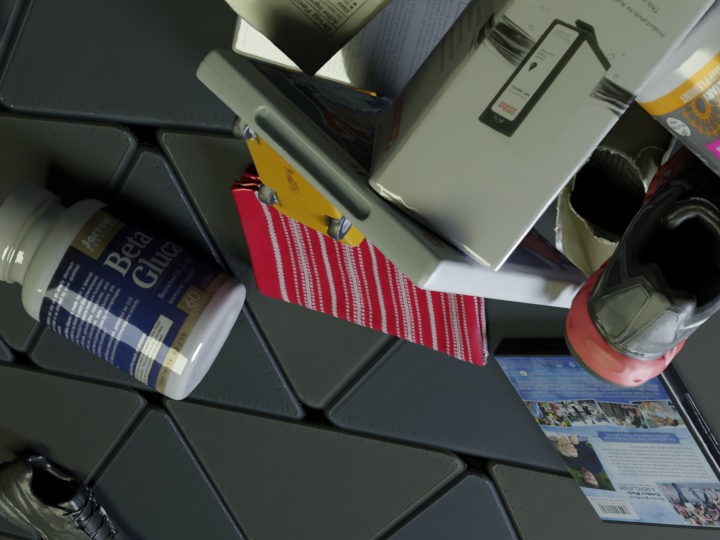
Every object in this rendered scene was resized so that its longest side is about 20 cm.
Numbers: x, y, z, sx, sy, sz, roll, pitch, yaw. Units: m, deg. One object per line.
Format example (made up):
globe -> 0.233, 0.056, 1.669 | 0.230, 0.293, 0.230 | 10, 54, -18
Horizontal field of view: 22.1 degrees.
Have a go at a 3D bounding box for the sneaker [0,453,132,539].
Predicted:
sneaker -> -0.303, 0.269, 1.964 | 0.200, 0.076, 0.091 | 39, 140, -14

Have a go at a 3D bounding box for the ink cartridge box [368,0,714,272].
ink cartridge box -> 0.097, -0.115, 0.958 | 0.084, 0.146, 0.200 | 35, 107, -8

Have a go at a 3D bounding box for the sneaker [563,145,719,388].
sneaker -> 0.190, -0.023, 1.039 | 0.071, 0.200, 0.098 | 38, 143, 2

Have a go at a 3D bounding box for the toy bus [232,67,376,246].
toy bus -> -0.026, -0.080, 1.206 | 0.065, 0.078, 0.200 | 27, 165, 14

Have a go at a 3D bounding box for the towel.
towel -> 0.000, 0.000, 1.394 | 0.200, 0.023, 0.145 | 18, 146, 21

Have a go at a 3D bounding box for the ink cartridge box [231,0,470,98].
ink cartridge box -> 0.035, -0.178, 1.082 | 0.200, 0.050, 0.162 | 15, 127, -1

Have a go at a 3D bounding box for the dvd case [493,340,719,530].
dvd case -> 0.202, 0.126, 1.392 | 0.142, 0.018, 0.200 | -3, 133, 42

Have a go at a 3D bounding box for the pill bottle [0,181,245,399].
pill bottle -> -0.203, 0.011, 1.497 | 0.200, 0.111, 0.111 | 29, 147, 4

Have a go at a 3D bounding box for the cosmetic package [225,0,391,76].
cosmetic package -> 0.007, -0.211, 0.991 | 0.105, 0.071, 0.200 | 42, 121, -15

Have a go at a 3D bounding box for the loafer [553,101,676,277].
loafer -> 0.152, -0.043, 1.162 | 0.075, 0.070, 0.200 | 22, 146, 16

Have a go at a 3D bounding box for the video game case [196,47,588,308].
video game case -> 0.024, -0.048, 1.019 | 0.182, 0.023, 0.200 | 44, -163, 25

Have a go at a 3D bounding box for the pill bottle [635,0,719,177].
pill bottle -> 0.247, -0.080, 0.991 | 0.200, 0.116, 0.116 | 40, 147, -11
